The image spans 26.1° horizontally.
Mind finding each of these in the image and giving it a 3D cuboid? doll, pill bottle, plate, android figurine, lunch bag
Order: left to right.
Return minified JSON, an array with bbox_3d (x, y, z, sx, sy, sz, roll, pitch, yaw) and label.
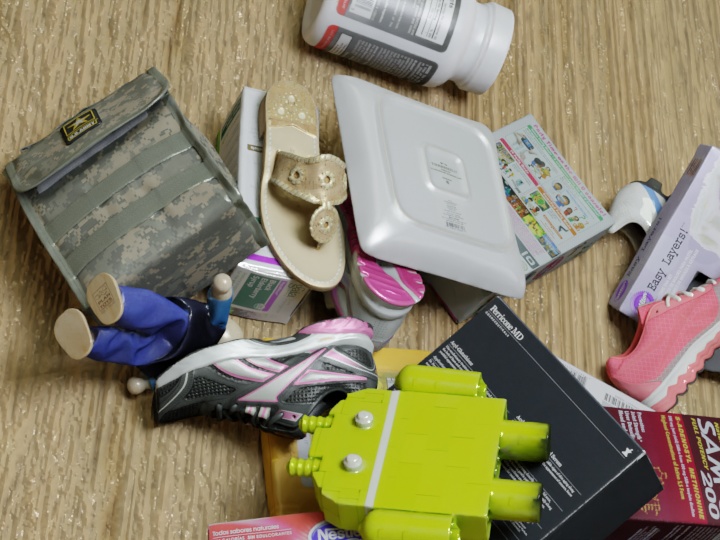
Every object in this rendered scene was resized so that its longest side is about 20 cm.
[{"bbox_3d":[-0.200,-0.069,1.322,0.164,0.118,0.200,-35,63,-3],"label":"lunch bag"},{"bbox_3d":[-0.157,0.049,1.283,0.049,0.137,0.200,51,16,27],"label":"doll"},{"bbox_3d":[0.049,-0.257,1.597,0.199,0.116,0.117,18,53,-15],"label":"pill bottle"},{"bbox_3d":[0.044,0.145,1.190,0.198,0.041,0.183,6,42,12],"label":"android figurine"},{"bbox_3d":[0.071,-0.083,1.436,0.199,0.032,0.201,16,51,-36],"label":"plate"}]

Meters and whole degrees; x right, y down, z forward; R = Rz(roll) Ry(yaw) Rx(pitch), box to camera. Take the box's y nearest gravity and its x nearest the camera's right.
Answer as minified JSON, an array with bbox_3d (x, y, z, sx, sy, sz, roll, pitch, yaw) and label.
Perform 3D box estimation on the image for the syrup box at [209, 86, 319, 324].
[{"bbox_3d":[-0.088,-0.060,1.425,0.081,0.079,0.201,13,55,-18],"label":"syrup box"}]

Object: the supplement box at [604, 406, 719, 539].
[{"bbox_3d":[0.257,0.181,1.338,0.198,0.061,0.110,7,54,-22],"label":"supplement box"}]

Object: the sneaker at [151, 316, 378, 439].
[{"bbox_3d":[-0.076,0.103,1.296,0.198,0.080,0.087,-15,71,-3],"label":"sneaker"}]

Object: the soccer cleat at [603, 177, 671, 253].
[{"bbox_3d":[0.337,-0.008,1.616,0.200,0.070,0.087,38,71,1],"label":"soccer cleat"}]

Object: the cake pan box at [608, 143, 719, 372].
[{"bbox_3d":[0.374,0.002,1.562,0.183,0.052,0.201,30,95,-4],"label":"cake pan box"}]

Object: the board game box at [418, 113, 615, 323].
[{"bbox_3d":[0.135,-0.054,1.541,0.199,0.064,0.148,-27,74,-35],"label":"board game box"}]

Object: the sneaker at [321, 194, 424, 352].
[{"bbox_3d":[0.000,0.000,1.428,0.081,0.089,0.200,20,28,-15],"label":"sneaker"}]

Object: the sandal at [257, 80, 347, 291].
[{"bbox_3d":[-0.047,-0.091,1.369,0.077,0.070,0.213,4,58,-25],"label":"sandal"}]

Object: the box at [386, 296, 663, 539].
[{"bbox_3d":[0.127,0.141,1.264,0.141,0.079,0.200,-40,52,0],"label":"box"}]

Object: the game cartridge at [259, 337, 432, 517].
[{"bbox_3d":[-0.001,0.158,1.356,0.175,0.032,0.201,5,56,-23],"label":"game cartridge"}]

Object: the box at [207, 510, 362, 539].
[{"bbox_3d":[-0.014,0.247,1.204,0.198,0.103,0.095,-7,59,-1],"label":"box"}]

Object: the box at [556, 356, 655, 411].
[{"bbox_3d":[0.188,0.184,1.425,0.155,0.041,0.201,28,51,-7],"label":"box"}]

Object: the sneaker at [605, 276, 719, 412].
[{"bbox_3d":[0.315,0.046,1.504,0.087,0.074,0.201,38,89,7],"label":"sneaker"}]
